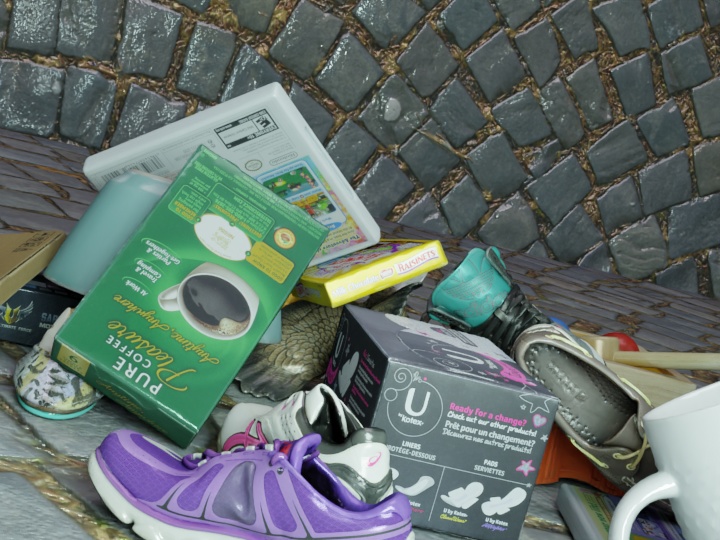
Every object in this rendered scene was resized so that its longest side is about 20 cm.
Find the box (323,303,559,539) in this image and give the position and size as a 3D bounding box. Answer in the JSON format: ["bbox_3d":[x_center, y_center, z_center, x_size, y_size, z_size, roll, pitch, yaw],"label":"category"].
[{"bbox_3d":[0.049,0.107,1.031,0.132,0.115,0.200,13,8,-11],"label":"box"}]

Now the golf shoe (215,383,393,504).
[{"bbox_3d":[-0.032,0.115,0.904,0.072,0.092,0.200,9,8,-30],"label":"golf shoe"}]

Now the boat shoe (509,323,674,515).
[{"bbox_3d":[0.195,0.119,1.062,0.200,0.072,0.060,44,7,6],"label":"boat shoe"}]

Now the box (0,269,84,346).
[{"bbox_3d":[-0.244,0.034,1.225,0.199,0.051,0.158,14,6,-19],"label":"box"}]

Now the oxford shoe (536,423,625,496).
[{"bbox_3d":[0.186,0.148,1.195,0.199,0.072,0.073,11,4,-27],"label":"oxford shoe"}]

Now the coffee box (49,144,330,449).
[{"bbox_3d":[-0.121,0.016,1.012,0.123,0.200,0.044,33,-31,-3],"label":"coffee box"}]

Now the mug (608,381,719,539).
[{"bbox_3d":[0.249,0.160,0.857,0.199,0.176,0.148,-19,-4,-7],"label":"mug"}]

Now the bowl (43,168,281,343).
[{"bbox_3d":[-0.147,-0.017,1.137,0.200,0.105,0.201,17,0,0],"label":"bowl"}]

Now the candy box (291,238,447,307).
[{"bbox_3d":[0.000,0.000,1.194,0.102,0.027,0.200,-23,6,-11],"label":"candy box"}]

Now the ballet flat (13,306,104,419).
[{"bbox_3d":[-0.212,0.057,1.052,0.072,0.072,0.200,15,8,0],"label":"ballet flat"}]

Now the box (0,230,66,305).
[{"bbox_3d":[-0.339,0.003,1.103,0.163,0.021,0.200,-4,14,6],"label":"box"}]

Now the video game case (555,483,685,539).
[{"bbox_3d":[0.244,0.214,1.003,0.181,0.022,0.200,15,8,-4],"label":"video game case"}]

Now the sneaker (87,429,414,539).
[{"bbox_3d":[-0.059,0.125,0.797,0.199,0.084,0.081,16,7,16],"label":"sneaker"}]

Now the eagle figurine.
[{"bbox_3d":[0.003,0.063,1.244,0.151,0.152,0.200,44,17,31],"label":"eagle figurine"}]

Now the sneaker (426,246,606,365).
[{"bbox_3d":[0.122,0.041,1.180,0.121,0.084,0.200,46,-6,-28],"label":"sneaker"}]

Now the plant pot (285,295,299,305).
[{"bbox_3d":[-0.139,-0.036,1.498,0.188,0.202,0.200,0,-4,41],"label":"plant pot"}]

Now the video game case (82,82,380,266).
[{"bbox_3d":[-0.111,-0.061,1.215,0.199,0.024,0.182,-18,-50,23],"label":"video game case"}]

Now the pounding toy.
[{"bbox_3d":[0.229,0.106,1.299,0.183,0.143,0.200,14,8,-11],"label":"pounding toy"}]
